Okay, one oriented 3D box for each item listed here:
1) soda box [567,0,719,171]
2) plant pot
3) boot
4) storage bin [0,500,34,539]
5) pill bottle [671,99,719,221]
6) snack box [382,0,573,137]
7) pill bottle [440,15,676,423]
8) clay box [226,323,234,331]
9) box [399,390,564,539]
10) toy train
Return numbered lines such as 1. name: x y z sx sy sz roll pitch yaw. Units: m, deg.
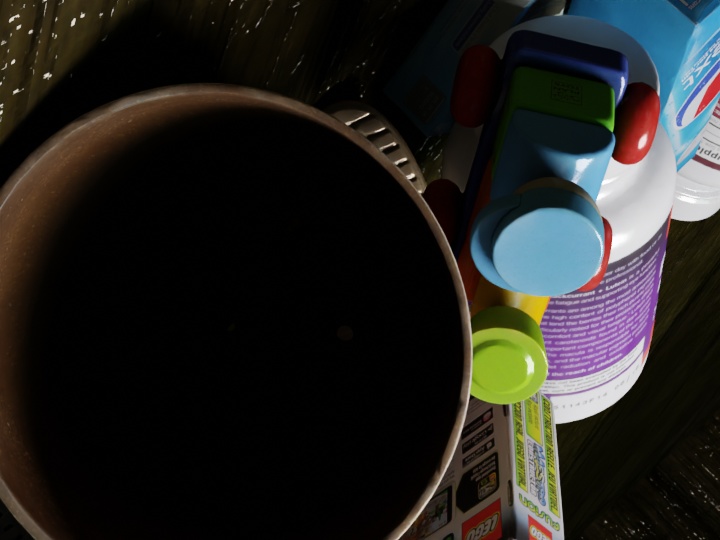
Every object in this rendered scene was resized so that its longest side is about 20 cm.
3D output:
1. soda box: 0.141 -0.106 0.917 0.064 0.068 0.200 -42 163 -18
2. plant pot: -0.044 0.019 0.750 0.187 0.187 0.200 -47 180 8
3. boot: 0.000 0.000 0.942 0.072 0.201 0.166 -12 -163 -3
4. storage bin: -0.169 0.163 0.900 0.200 0.094 0.135 -41 164 -13
5. pill bottle: 0.239 -0.127 1.177 0.113 0.113 0.200 -32 160 -39
6. snack box: 0.100 -0.131 0.946 0.116 0.037 0.200 -53 163 28
7. pill bottle: 0.094 -0.024 0.899 0.111 0.111 0.201 -38 151 -23
8. clay box: -0.033 0.106 1.063 0.048 0.115 0.200 -41 164 -10
9. box: 0.005 0.138 0.846 0.200 0.035 0.110 -37 -151 27
10. toy train: 0.061 0.013 0.775 0.116 0.084 0.201 -79 -177 -51
